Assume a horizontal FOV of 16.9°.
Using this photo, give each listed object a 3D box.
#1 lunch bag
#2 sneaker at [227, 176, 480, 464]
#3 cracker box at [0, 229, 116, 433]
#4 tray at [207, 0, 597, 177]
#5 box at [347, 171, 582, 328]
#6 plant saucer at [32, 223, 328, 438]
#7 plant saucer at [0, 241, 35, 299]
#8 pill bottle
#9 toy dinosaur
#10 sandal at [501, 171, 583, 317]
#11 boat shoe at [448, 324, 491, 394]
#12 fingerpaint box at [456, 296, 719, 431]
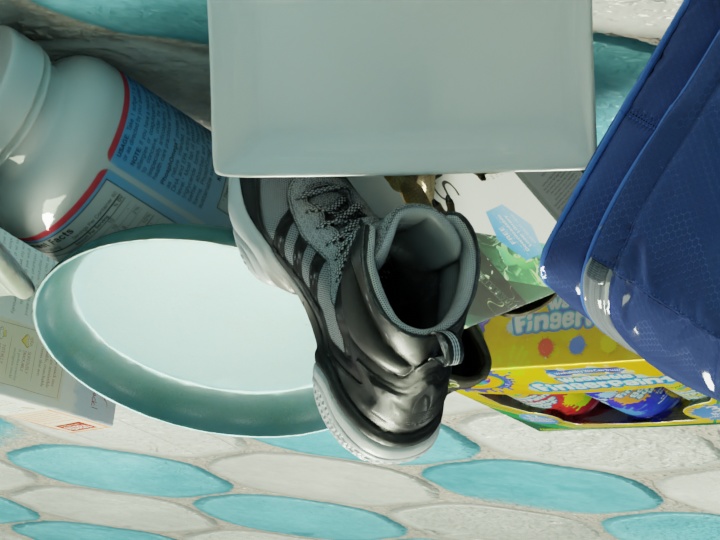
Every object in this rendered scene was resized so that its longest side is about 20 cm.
[{"bbox_3d":[0.180,-0.044,1.105,0.132,0.201,0.136,31,-177,33],"label":"lunch bag"},{"bbox_3d":[0.001,-0.014,1.179,0.075,0.201,0.114,-9,150,-28],"label":"sneaker"},{"bbox_3d":[-0.248,0.019,1.595,0.199,0.135,0.058,20,160,-35],"label":"cracker box"},{"bbox_3d":[0.020,-0.100,1.151,0.199,0.108,0.022,0,-175,25],"label":"tray"},{"bbox_3d":[0.045,-0.040,1.312,0.144,0.036,0.200,49,154,-8],"label":"box"},{"bbox_3d":[-0.078,0.030,1.317,0.199,0.028,0.200,7,148,4],"label":"plant saucer"},{"bbox_3d":[-0.257,-0.050,1.304,0.200,0.050,0.200,48,175,6],"label":"plant saucer"},{"bbox_3d":[-0.138,-0.049,1.337,0.200,0.109,0.109,33,152,-31],"label":"pill bottle"},{"bbox_3d":[0.027,-0.059,1.235,0.101,0.058,0.201,30,148,52],"label":"toy dinosaur"},{"bbox_3d":[0.093,-0.006,1.455,0.080,0.058,0.201,22,151,-25],"label":"sandal"},{"bbox_3d":[0.000,0.000,1.456,0.201,0.072,0.060,43,154,-19],"label":"boat shoe"},{"bbox_3d":[0.165,0.056,1.647,0.199,0.074,0.167,-5,160,35],"label":"fingerpaint box"}]
